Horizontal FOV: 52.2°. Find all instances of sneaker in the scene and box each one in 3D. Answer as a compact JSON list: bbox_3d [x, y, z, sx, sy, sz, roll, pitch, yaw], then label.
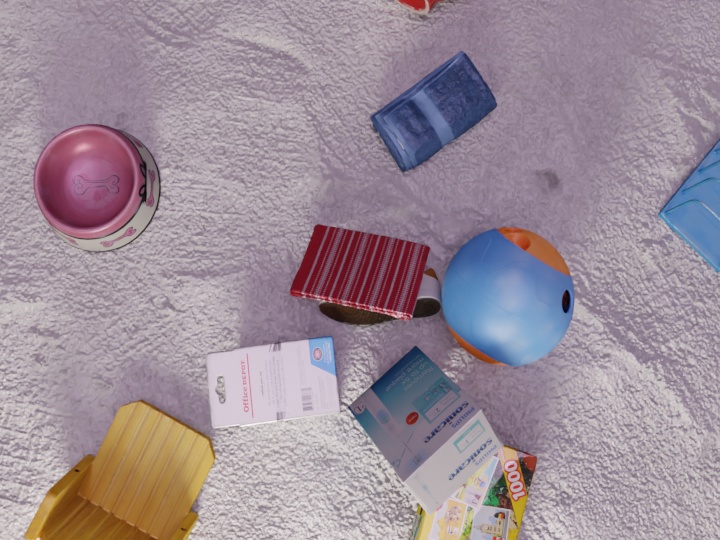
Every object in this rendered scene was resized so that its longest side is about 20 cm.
[{"bbox_3d":[0.030,0.034,1.167,0.194,0.074,0.086,-3,50,5],"label":"sneaker"}]

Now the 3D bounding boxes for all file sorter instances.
[{"bbox_3d":[0.609,-0.127,1.171,0.138,0.123,0.201,42,84,4],"label":"file sorter"}]

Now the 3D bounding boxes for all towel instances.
[{"bbox_3d":[0.000,0.000,1.135,0.194,0.023,0.147,11,53,11],"label":"towel"},{"bbox_3d":[0.122,-0.259,1.204,0.198,0.049,0.113,-35,87,-6],"label":"towel"}]

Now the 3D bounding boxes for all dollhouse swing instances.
[{"bbox_3d":[-0.331,0.321,1.064,0.196,0.182,0.179,28,103,2],"label":"dollhouse swing"}]

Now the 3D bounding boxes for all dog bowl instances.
[{"bbox_3d":[-0.419,-0.136,1.154,0.194,0.074,0.207,0,83,-2],"label":"dog bowl"}]

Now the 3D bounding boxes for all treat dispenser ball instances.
[{"bbox_3d":[0.218,0.039,1.095,0.194,0.201,0.208,0,83,-2],"label":"treat dispenser ball"}]

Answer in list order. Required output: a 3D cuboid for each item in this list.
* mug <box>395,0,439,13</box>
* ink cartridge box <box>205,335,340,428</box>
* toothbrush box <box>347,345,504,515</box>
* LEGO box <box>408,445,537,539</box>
[{"bbox_3d":[0.139,-0.526,1.197,0.175,0.133,0.203,34,86,4],"label":"mug"},{"bbox_3d":[-0.132,0.172,1.132,0.194,0.067,0.120,-6,84,-4],"label":"ink cartridge box"},{"bbox_3d":[0.089,0.225,1.065,0.146,0.200,0.086,-39,122,-5],"label":"toothbrush box"},{"bbox_3d":[0.168,0.356,1.118,0.145,0.077,0.206,17,83,-1],"label":"LEGO box"}]
